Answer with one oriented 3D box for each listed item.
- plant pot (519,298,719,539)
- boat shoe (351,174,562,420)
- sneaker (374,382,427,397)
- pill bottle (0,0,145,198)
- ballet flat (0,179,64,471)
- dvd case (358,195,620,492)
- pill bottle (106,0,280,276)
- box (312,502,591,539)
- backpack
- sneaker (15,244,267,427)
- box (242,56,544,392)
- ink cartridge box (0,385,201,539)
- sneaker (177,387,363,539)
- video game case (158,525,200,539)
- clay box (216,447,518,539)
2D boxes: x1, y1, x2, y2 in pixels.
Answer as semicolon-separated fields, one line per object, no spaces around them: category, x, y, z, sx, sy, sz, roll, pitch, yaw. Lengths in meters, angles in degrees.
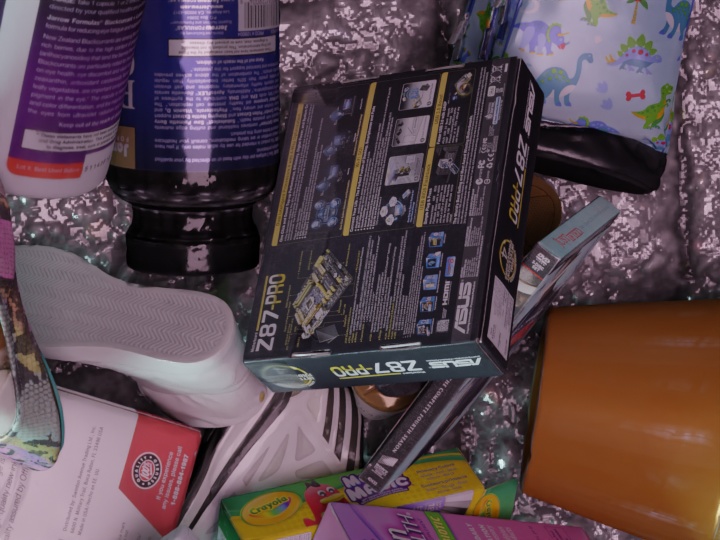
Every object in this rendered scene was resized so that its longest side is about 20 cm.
plant pot;0.204;0.099;1.450;0.183;0.200;0.201;9;99;3
boat shoe;0.058;0.017;1.459;0.071;0.069;0.200;40;71;7
sneaker;0.000;0.000;1.399;0.081;0.200;0.074;-19;141;11
pill bottle;-0.183;-0.153;1.285;0.111;0.112;0.201;10;114;-13
ballet flat;-0.225;0.036;1.271;0.069;0.071;0.201;3;114;28
dvd case;0.083;0.046;1.398;0.022;0.146;0.200;39;113;9
pill bottle;-0.106;-0.102;1.375;0.111;0.112;0.201;-2;100;-12
box;0.049;0.255;1.419;0.199;0.097;0.176;8;118;-29
backpack;0.144;-0.165;1.413;0.163;0.154;0.201;14;85;-7
sneaker;-0.156;0.051;1.405;0.199;0.116;0.074;15;65;24
box;0.021;-0.028;1.330;0.161;0.201;0.049;-6;149;25
ink cartridge box;-0.219;0.142;1.371;0.199;0.083;0.147;19;80;-18
sneaker;-0.064;0.155;1.451;0.115;0.076;0.201;31;90;-14
video game case;-0.112;0.275;1.337;0.182;0.023;0.200;-35;104;19
clay box;0.002;0.186;1.450;0.199;0.048;0.115;-10;130;-24
